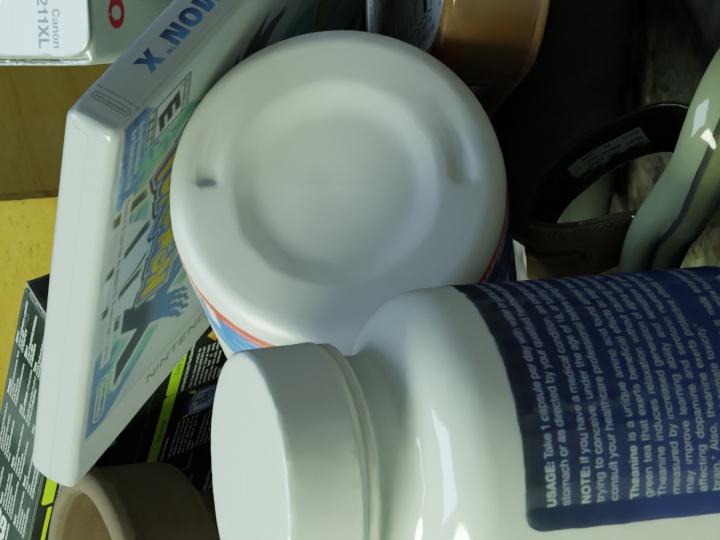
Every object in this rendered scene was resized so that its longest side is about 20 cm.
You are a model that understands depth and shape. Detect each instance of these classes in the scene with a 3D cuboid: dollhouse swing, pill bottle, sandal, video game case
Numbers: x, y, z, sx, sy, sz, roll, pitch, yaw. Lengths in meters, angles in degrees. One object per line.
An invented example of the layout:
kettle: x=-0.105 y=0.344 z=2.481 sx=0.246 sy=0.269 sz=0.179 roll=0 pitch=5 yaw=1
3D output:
dollhouse swing: x=-0.191 y=-0.021 z=1.633 sx=0.176 sy=0.200 sz=0.182 roll=-135 pitch=44 yaw=-62
pill bottle: x=0.000 y=0.000 z=1.023 sx=0.200 sy=0.112 sz=0.112 roll=72 pitch=-173 yaw=-73
sandal: x=0.088 y=-0.025 z=0.967 sx=0.080 sy=0.057 sz=0.201 roll=-61 pitch=-2 yaw=-38
video game case: x=-0.052 y=-0.041 z=1.031 sx=0.022 sy=0.182 sz=0.200 roll=29 pitch=143 yaw=13
pill bottle: x=0.060 y=0.057 z=0.891 sx=0.111 sy=0.200 sz=0.111 roll=176 pitch=90 yaw=-71

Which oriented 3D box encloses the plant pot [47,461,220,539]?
plant pot: x=-0.029 y=0.176 z=1.234 sx=0.200 sy=0.174 sz=0.201 roll=176 pitch=90 yaw=-72

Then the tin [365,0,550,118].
tin: x=0.031 y=-0.110 z=1.021 sx=0.200 sy=0.042 sz=0.112 roll=128 pitch=137 yaw=-75

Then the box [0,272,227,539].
box: x=-0.069 y=0.046 z=1.292 sx=0.048 sy=0.193 sz=0.200 roll=57 pitch=152 yaw=26

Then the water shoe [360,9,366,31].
water shoe: x=-0.022 y=-0.077 z=1.309 sx=0.079 sy=0.071 sz=0.200 roll=-127 pitch=36 yaw=-61

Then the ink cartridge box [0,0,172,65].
ink cartridge box: x=-0.103 y=-0.171 z=1.326 sx=0.083 sy=0.200 sz=0.146 roll=3 pitch=97 yaw=30

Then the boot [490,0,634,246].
boot: x=0.078 y=-0.092 z=1.009 sx=0.182 sy=0.072 sz=0.200 roll=-101 pitch=21 yaw=-60
